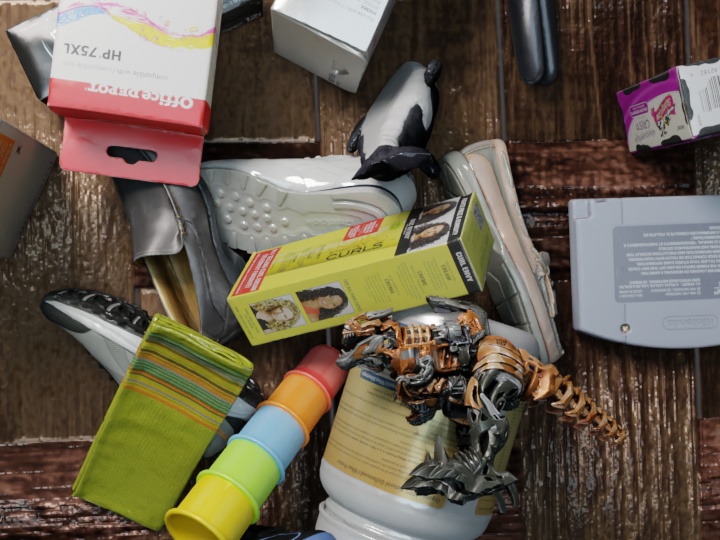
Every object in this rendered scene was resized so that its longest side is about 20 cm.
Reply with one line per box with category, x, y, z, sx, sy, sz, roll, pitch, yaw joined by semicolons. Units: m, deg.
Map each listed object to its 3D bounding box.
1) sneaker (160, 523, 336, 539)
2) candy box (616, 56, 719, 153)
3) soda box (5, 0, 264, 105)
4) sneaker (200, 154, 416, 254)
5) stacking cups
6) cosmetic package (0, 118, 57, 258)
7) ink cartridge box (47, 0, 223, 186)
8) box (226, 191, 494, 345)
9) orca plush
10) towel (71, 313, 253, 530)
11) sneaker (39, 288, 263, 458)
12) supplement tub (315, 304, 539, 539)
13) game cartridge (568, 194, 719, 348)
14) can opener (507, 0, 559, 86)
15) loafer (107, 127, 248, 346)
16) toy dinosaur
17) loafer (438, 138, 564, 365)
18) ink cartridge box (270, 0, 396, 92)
sneaker;-0.099;0.225;0.794;0.199;0.070;0.079;-29;66;31
candy box;0.334;-0.152;0.843;0.198;0.136;0.062;-15;93;-4
soda box;-0.180;-0.204;0.829;0.199;0.071;0.064;-27;92;-5
sneaker;-0.053;-0.063;0.845;0.198;0.081;0.077;9;129;11
stacking cups;-0.072;0.133;0.794;0.060;0.061;0.200;40;52;-4
cosmetic package;-0.296;-0.069;0.753;0.071;0.200;0.102;24;88;-5
ink cartridge box;-0.166;-0.171;0.761;0.115;0.067;0.202;6;91;-7
box;0.000;0.000;0.778;0.198;0.075;0.050;-14;118;25
orca plush;0.047;-0.105;0.799;0.071;0.200;0.105;41;103;-15
towel;-0.162;0.128;0.805;0.086;0.018;0.201;27;119;-6
sneaker;-0.180;0.082;0.829;0.199;0.074;0.080;34;99;-2
supplement tub;0.050;0.128;0.811;0.143;0.145;0.202;18;88;-5
game cartridge;0.282;0.001;0.889;0.198;0.040;0.135;-1;86;-5
can opener;0.142;-0.259;0.873;0.063;0.078;0.202;-18;96;-44
loafer;-0.153;-0.026;0.815;0.201;0.073;0.072;58;41;-4
toy dinosaur;0.079;0.088;0.698;0.198;0.102;0.137;8;70;24
loafer;0.134;-0.017;0.861;0.062;0.072;0.201;-24;89;-12
ink cartridge box;0.003;-0.261;0.808;0.082;0.147;0.201;24;87;-3
